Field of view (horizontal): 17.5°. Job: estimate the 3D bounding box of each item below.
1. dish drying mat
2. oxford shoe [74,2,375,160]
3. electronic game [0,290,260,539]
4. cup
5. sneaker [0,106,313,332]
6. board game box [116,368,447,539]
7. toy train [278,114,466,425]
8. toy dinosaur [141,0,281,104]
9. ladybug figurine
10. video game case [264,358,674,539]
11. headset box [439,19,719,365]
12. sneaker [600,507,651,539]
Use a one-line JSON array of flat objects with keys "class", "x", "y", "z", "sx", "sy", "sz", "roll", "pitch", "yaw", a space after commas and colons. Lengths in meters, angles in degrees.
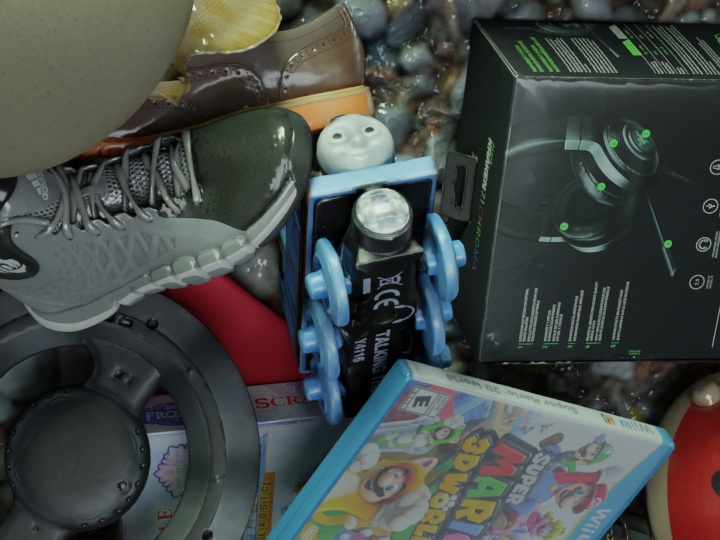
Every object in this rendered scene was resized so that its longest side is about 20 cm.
[{"class": "dish drying mat", "x": -0.104, "y": 0.024, "z": 1.318, "sx": 0.077, "sy": 0.018, "sz": 0.200, "roll": -43, "pitch": 119, "yaw": 13}, {"class": "oxford shoe", "x": -0.095, "y": -0.100, "z": 1.243, "sx": 0.199, "sy": 0.071, "sz": 0.073, "roll": -10, "pitch": 96, "yaw": -12}, {"class": "electronic game", "x": -0.154, "y": 0.102, "z": 1.272, "sx": 0.199, "sy": 0.042, "sz": 0.201, "roll": 0, "pitch": 87, "yaw": -2}, {"class": "cup", "x": -0.193, "y": -0.156, "z": 1.081, "sx": 0.200, "sy": 0.201, "sz": 0.143, "roll": -39, "pitch": 161, "yaw": 6}, {"class": "sneaker", "x": -0.126, "y": -0.035, "z": 1.171, "sx": 0.200, "sy": 0.075, "sz": 0.115, "roll": -30, "pitch": 143, "yaw": 29}, {"class": "board game box", "x": -0.044, "y": 0.158, "z": 1.375, "sx": 0.199, "sy": 0.041, "sz": 0.201, "roll": -5, "pitch": 121, "yaw": -10}, {"class": "toy train", "x": 0.000, "y": 0.000, "z": 1.243, "sx": 0.086, "sy": 0.115, "sz": 0.200, "roll": -13, "pitch": 149, "yaw": -10}, {"class": "toy dinosaur", "x": -0.082, "y": -0.143, "z": 1.205, "sx": 0.101, "sy": 0.200, "sz": 0.058, "roll": 17, "pitch": 140, "yaw": 21}, {"class": "ladybug figurine", "x": 0.248, "y": 0.147, "z": 1.426, "sx": 0.136, "sy": 0.072, "sz": 0.200, "roll": -38, "pitch": 120, "yaw": -8}, {"class": "video game case", "x": 0.062, "y": 0.124, "z": 1.295, "sx": 0.200, "sy": 0.018, "sz": 0.143, "roll": 16, "pitch": 120, "yaw": -36}, {"class": "headset box", "x": 0.145, "y": -0.043, "z": 1.305, "sx": 0.199, "sy": 0.093, "sz": 0.175, "roll": -1, "pitch": 116, "yaw": -13}, {"class": "sneaker", "x": 0.117, "y": 0.140, "z": 1.406, "sx": 0.106, "sy": 0.075, "sz": 0.201, "roll": -20, "pitch": 128, "yaw": -9}]
